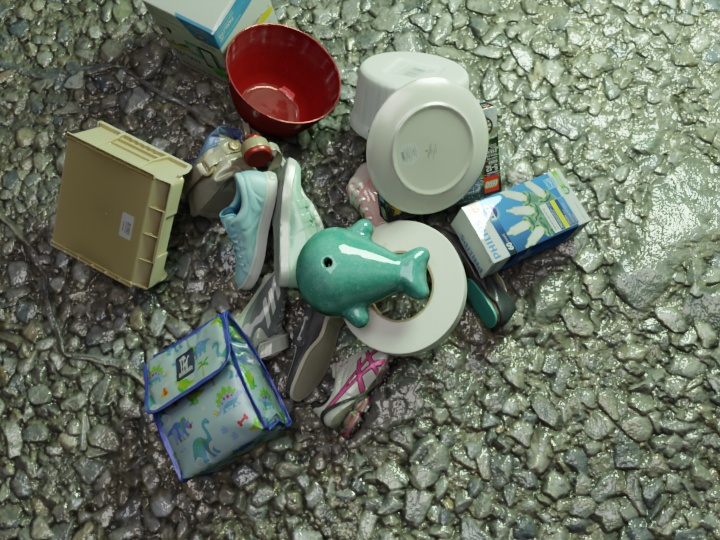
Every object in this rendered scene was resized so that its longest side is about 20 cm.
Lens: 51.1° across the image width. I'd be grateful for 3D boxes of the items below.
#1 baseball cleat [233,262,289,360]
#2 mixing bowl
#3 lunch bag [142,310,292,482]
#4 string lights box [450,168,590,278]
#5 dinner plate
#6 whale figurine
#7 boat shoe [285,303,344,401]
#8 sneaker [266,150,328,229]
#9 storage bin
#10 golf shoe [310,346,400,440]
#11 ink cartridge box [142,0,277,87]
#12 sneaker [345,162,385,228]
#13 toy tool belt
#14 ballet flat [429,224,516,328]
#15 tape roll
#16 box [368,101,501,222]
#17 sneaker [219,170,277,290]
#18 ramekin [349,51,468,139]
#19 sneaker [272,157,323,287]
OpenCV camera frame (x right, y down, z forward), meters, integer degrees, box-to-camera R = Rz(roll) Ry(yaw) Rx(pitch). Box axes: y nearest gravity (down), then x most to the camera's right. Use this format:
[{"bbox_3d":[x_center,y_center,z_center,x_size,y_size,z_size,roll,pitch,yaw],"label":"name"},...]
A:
[{"bbox_3d":[-0.139,0.067,1.225,0.106,0.070,0.201,38,85,0],"label":"baseball cleat"},{"bbox_3d":[-0.142,-0.303,1.279,0.197,0.109,0.203,10,61,-19],"label":"mixing bowl"},{"bbox_3d":[-0.228,0.188,1.146,0.168,0.127,0.202,-31,73,11],"label":"lunch bag"},{"bbox_3d":[0.253,-0.076,1.192,0.197,0.059,0.104,-23,73,-23],"label":"string lights box"},{"bbox_3d":[0.103,-0.178,1.106,0.196,0.024,0.204,-6,111,-16],"label":"dinner plate"},{"bbox_3d":[0.000,0.000,1.088,0.196,0.104,0.162,2,78,15],"label":"whale figurine"},{"bbox_3d":[-0.078,0.109,1.207,0.062,0.073,0.203,15,73,30],"label":"boat shoe"},{"bbox_3d":[-0.125,-0.123,1.265,0.079,0.074,0.202,-30,74,2],"label":"sneaker"},{"bbox_3d":[-0.385,-0.103,1.219,0.196,0.094,0.203,25,114,11],"label":"storage bin"},{"bbox_3d":[0.001,0.156,1.175,0.091,0.073,0.202,31,79,12],"label":"golf shoe"},{"bbox_3d":[-0.247,-0.436,1.294,0.145,0.200,0.148,28,80,12],"label":"ink cartridge box"},{"bbox_3d":[0.021,-0.090,1.239,0.103,0.076,0.204,8,68,3],"label":"sneaker"},{"bbox_3d":[-0.223,-0.184,1.245,0.200,0.123,0.125,-42,57,38],"label":"toy tool belt"},{"bbox_3d":[0.181,0.003,1.210,0.072,0.073,0.201,-33,68,-4],"label":"ballet flat"},{"bbox_3d":[0.062,0.026,1.140,0.199,0.037,0.207,-4,77,15],"label":"tape roll"},{"bbox_3d":[0.117,-0.166,1.149,0.197,0.038,0.139,-16,114,-13],"label":"box"},{"bbox_3d":[-0.193,-0.067,1.215,0.081,0.074,0.204,6,108,-23],"label":"sneaker"},{"bbox_3d":[0.082,-0.280,1.220,0.196,0.099,0.202,3,33,-2],"label":"ramekin"},{"bbox_3d":[-0.077,-0.074,1.196,0.116,0.074,0.205,1,84,-18],"label":"sneaker"}]
